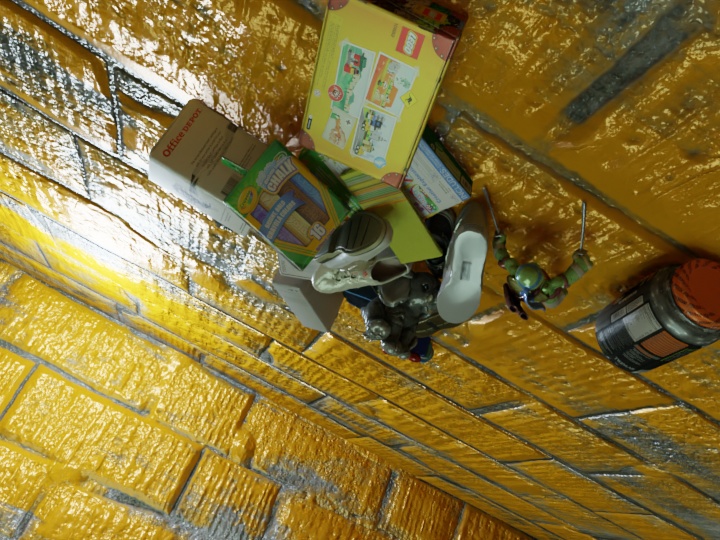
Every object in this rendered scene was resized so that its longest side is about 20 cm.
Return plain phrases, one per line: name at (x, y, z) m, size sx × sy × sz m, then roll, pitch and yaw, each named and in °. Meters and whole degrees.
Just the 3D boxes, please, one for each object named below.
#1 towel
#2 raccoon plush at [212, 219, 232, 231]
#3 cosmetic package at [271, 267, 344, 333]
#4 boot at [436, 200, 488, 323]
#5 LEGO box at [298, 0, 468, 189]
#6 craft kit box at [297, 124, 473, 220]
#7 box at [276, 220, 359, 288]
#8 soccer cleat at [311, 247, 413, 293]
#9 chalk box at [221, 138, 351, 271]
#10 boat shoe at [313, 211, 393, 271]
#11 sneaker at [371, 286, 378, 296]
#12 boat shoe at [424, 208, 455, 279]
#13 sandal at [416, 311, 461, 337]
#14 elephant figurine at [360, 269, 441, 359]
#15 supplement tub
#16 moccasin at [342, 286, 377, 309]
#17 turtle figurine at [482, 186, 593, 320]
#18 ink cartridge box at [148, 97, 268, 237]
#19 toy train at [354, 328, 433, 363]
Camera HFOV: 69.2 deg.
towel at (0.052, -0.087, 0.815) m, size 0.085 × 0.018 × 0.201 m, roll -8°, pitch 134°, yaw 37°
raccoon plush at (-0.289, -0.165, 1.045) m, size 0.196 × 0.098 × 0.135 m, roll 19°, pitch 144°, yaw 13°
cosmetic package at (-0.120, 0.050, 1.250) m, size 0.083 × 0.109 × 0.201 m, roll 10°, pitch 148°, yaw 26°
boot at (0.175, -0.012, 0.865) m, size 0.072 × 0.096 × 0.203 m, roll 14°, pitch 130°, yaw 7°
LEGO box at (0.020, -0.223, 0.631) m, size 0.147 × 0.078 × 0.202 m, roll 24°, pitch 134°, yaw 2°
craft kit box at (0.036, -0.150, 0.793) m, size 0.196 × 0.049 × 0.200 m, roll -25°, pitch 123°, yaw 37°
box at (-0.077, -0.041, 1.055) m, size 0.196 × 0.060 × 0.119 m, roll 7°, pitch 117°, yaw 30°
soccer cleat at (0.000, 0.000, 0.949) m, size 0.196 × 0.078 × 0.070 m, roll -16°, pitch 113°, yaw 10°
chalk box at (-0.132, -0.113, 0.818) m, size 0.200 × 0.124 × 0.124 m, roll 43°, pitch 175°, yaw -11°
boat shoe at (-0.002, -0.041, 0.851) m, size 0.068 × 0.076 × 0.199 m, roll 27°, pitch 161°, yaw -27°
sneaker at (0.058, 0.035, 1.098) m, size 0.198 × 0.084 × 0.071 m, roll 33°, pitch 162°, yaw -13°
boat shoe at (0.136, -0.037, 0.940) m, size 0.067 × 0.057 × 0.201 m, roll 15°, pitch 152°, yaw 20°
sandal at (0.152, 0.106, 1.191) m, size 0.198 × 0.055 × 0.080 m, roll -22°, pitch 135°, yaw 36°
elephant figurine at (0.100, 0.055, 0.995) m, size 0.154 × 0.202 × 0.141 m, roll 36°, pitch -170°, yaw 7°
supplement tub at (0.459, 0.071, 0.789) m, size 0.121 × 0.124 × 0.201 m, roll 24°, pitch 152°, yaw 2°
moccasin at (0.048, 0.073, 1.196) m, size 0.198 × 0.081 × 0.069 m, roll 27°, pitch 146°, yaw 27°
turtle figurine at (0.286, -0.021, 0.828) m, size 0.141 × 0.204 × 0.194 m, roll -11°, pitch 162°, yaw 16°
ink cartridge box at (-0.248, -0.179, 0.918) m, size 0.198 × 0.146 × 0.084 m, roll 32°, pitch 152°, yaw -13°
toy train at (0.091, 0.184, 1.348) m, size 0.196 × 0.086 × 0.116 m, roll 11°, pitch 163°, yaw 25°
